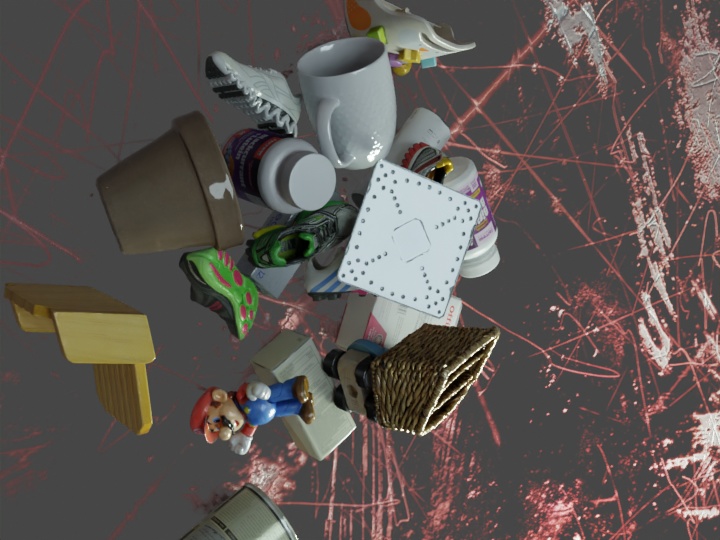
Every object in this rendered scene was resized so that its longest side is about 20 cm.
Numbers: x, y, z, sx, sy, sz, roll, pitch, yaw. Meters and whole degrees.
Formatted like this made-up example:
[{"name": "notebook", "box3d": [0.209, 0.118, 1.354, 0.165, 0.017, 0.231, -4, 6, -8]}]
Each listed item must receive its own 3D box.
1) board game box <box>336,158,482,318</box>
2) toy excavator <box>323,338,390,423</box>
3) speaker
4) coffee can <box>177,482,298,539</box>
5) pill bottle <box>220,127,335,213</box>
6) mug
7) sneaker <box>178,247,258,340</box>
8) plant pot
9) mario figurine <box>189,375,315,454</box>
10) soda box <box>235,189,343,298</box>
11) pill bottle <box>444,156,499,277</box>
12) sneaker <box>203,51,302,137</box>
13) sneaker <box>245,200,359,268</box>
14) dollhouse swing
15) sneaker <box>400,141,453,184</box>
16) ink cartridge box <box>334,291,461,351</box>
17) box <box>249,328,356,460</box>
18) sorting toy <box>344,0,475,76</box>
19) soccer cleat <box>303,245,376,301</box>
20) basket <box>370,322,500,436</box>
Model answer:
[{"name": "board game box", "box3d": [0.077, -0.049, 1.646, 0.197, 0.026, 0.203, 20, 89, -20]}, {"name": "toy excavator", "box3d": [0.055, 0.183, 1.735, 0.199, 0.099, 0.197, -35, 121, -35]}, {"name": "speaker", "box3d": [0.070, -0.179, 1.766, 0.081, 0.081, 0.201, 47, 71, -34]}, {"name": "coffee can", "box3d": [-0.215, 0.459, 1.643, 0.199, 0.145, 0.148, -36, 120, -26]}, {"name": "pill bottle", "box3d": [-0.124, -0.148, 1.544, 0.110, 0.199, 0.113, -11, 109, -34]}, {"name": "mug", "box3d": [-0.022, -0.244, 1.624, 0.201, 0.145, 0.178, -61, 145, -49]}, {"name": "sneaker", "box3d": [-0.218, 0.031, 1.600, 0.077, 0.083, 0.201, -64, 147, -33]}, {"name": "plant pot", "box3d": [-0.277, -0.103, 1.466, 0.172, 0.200, 0.203, -22, 114, -13]}, {"name": "mario figurine", "box3d": [-0.172, 0.232, 1.613, 0.197, 0.106, 0.126, -12, 96, 6]}, {"name": "soda box", "box3d": [-0.116, -0.058, 1.659, 0.068, 0.063, 0.202, 42, 74, -34]}, {"name": "pill bottle", "box3d": [0.183, -0.092, 1.853, 0.112, 0.112, 0.202, -38, 120, -25]}, {"name": "sneaker", "box3d": [-0.162, -0.281, 1.577, 0.199, 0.074, 0.082, 37, 69, -45]}, {"name": "sneaker", "box3d": [-0.076, -0.048, 1.598, 0.198, 0.085, 0.079, -28, 114, -31]}, {"name": "dollhouse swing", "box3d": [-0.386, 0.124, 1.403, 0.180, 0.199, 0.179, 4, 99, -38]}, {"name": "sneaker", "box3d": [0.089, -0.108, 1.696, 0.077, 0.082, 0.203, 14, 98, -50]}, {"name": "ink cartridge box", "box3d": [0.069, 0.092, 1.823, 0.198, 0.082, 0.149, 18, 89, -38]}, {"name": "box", "box3d": [-0.095, 0.207, 1.724, 0.095, 0.077, 0.202, -38, 120, -25]}, {"name": "sorting toy", "box3d": [0.090, -0.383, 1.673, 0.198, 0.179, 0.109, 14, 92, -38]}, {"name": "soccer cleat", "box3d": [0.000, 0.000, 1.702, 0.070, 0.196, 0.088, -23, 107, -80]}, {"name": "basket", "box3d": [0.129, 0.182, 1.650, 0.199, 0.147, 0.145, -29, 116, -54]}]
